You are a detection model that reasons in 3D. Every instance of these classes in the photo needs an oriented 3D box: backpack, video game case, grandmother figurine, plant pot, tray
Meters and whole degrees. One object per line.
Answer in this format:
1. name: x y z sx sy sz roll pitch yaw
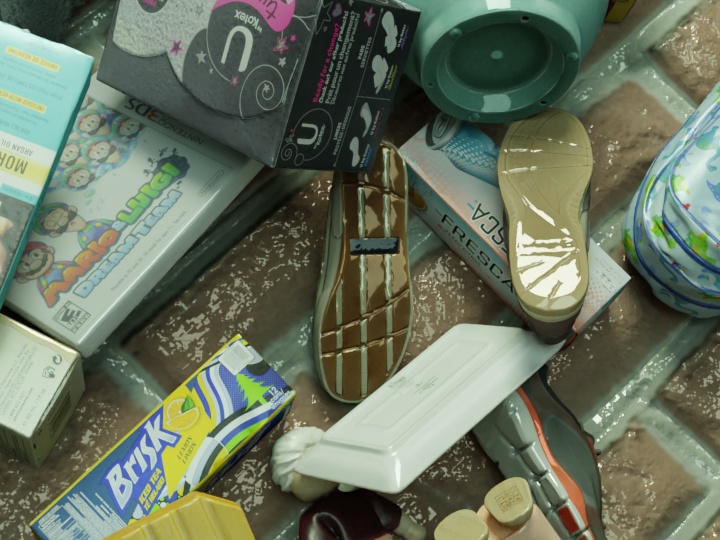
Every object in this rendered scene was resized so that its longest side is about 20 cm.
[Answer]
1. backpack: 0.297 -0.057 1.143 0.200 0.154 0.163 -41 87 -5
2. video game case: -0.198 -0.050 1.080 0.182 0.024 0.200 28 67 32
3. grandmother figurine: 0.003 0.197 1.036 0.121 0.061 0.200 -10 59 -55
4. plant pot: 0.098 -0.197 1.094 0.200 0.201 0.134 2 54 -7
5. tray: 0.049 0.089 1.041 0.200 0.107 0.022 -36 115 -36
6. grandmother figurine: 0.136 0.235 1.001 0.121 0.061 0.200 -28 114 7

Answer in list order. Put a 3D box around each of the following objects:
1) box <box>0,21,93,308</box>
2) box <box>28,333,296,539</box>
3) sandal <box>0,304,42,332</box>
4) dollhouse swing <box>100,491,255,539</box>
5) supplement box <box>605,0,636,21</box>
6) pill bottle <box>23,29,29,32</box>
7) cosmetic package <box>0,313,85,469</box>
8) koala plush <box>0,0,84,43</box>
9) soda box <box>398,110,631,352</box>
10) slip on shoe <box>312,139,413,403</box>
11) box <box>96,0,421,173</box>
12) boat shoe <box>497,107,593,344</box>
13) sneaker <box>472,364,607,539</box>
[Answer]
1. box: -0.255 -0.066 0.991 0.082 0.049 0.201 20 70 -8
2. box: -0.139 0.139 1.039 0.200 0.070 0.064 -42 82 -19
3. sandal: -0.187 -0.021 1.101 0.200 0.045 0.075 -42 54 -14
4. dollhouse swing: -0.105 0.276 0.934 0.200 0.182 0.176 -25 119 -15
5. supplement box: 0.135 -0.290 1.209 0.199 0.103 0.131 3 71 -8
6. pill bottle: -0.340 -0.123 1.077 0.199 0.110 0.110 -7 72 -6
7. cosmetic package: -0.301 0.057 1.029 0.200 0.104 0.073 28 69 1
8. koala plush: -0.267 -0.303 1.134 0.177 0.184 0.200 -36 67 -18
9. soda box: 0.113 -0.033 1.139 0.068 0.064 0.200 -42 82 -18
10. slip on shoe: 0.000 0.000 1.116 0.076 0.061 0.201 1 89 -9
11. box: -0.079 -0.166 1.062 0.200 0.115 0.133 28 109 34
12. boat shoe: 0.136 -0.035 1.075 0.072 0.065 0.200 1 51 1
13. sneaker: 0.156 0.156 1.075 0.082 0.077 0.200 -21 84 -34
